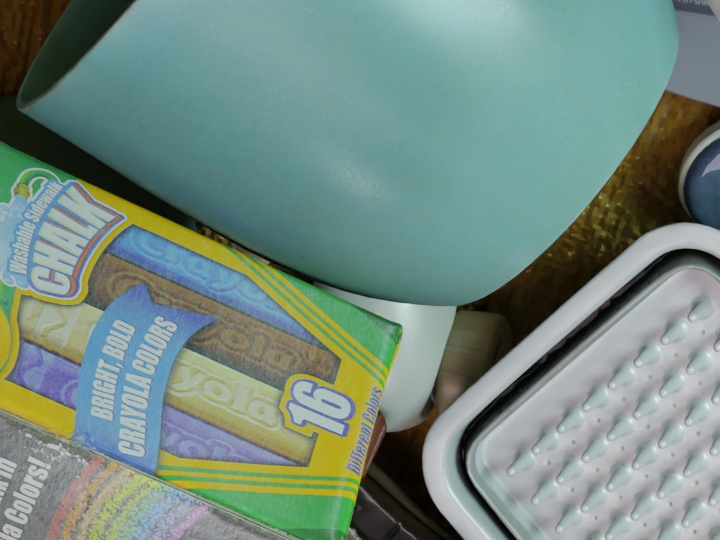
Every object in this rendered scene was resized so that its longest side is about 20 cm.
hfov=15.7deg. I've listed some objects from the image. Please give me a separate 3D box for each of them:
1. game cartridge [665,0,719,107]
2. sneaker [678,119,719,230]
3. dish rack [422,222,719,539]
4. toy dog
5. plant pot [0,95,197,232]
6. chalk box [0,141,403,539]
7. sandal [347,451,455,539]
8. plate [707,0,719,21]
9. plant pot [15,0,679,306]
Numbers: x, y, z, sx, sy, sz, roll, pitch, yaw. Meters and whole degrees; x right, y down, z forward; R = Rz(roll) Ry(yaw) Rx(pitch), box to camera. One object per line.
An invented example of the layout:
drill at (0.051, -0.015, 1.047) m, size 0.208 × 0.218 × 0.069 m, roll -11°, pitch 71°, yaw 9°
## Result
game cartridge at (0.170, -0.114, 0.926) m, size 0.198 × 0.042 × 0.134 m, roll 10°, pitch 133°, yaw 9°
sneaker at (0.213, -0.005, 0.965) m, size 0.198 × 0.085 × 0.075 m, roll 12°, pitch 129°, yaw 7°
dish rack at (0.139, 0.092, 1.007) m, size 0.200 × 0.044 × 0.172 m, roll 49°, pitch 118°, yaw 2°
toy dog at (0.000, 0.000, 1.022) m, size 0.131 × 0.097 × 0.201 m, roll -14°, pitch 122°, yaw 24°
plant pot at (-0.150, 0.037, 1.034) m, size 0.198 × 0.188 × 0.201 m, roll 8°, pitch 128°, yaw 10°
chalk box at (-0.106, 0.054, 0.839) m, size 0.199 × 0.124 × 0.125 m, roll 26°, pitch 126°, yaw -4°
sandal at (-0.002, 0.106, 1.131) m, size 0.080 × 0.057 × 0.201 m, roll -32°, pitch 107°, yaw 28°
plate at (0.136, -0.161, 0.788) m, size 0.199 × 0.032 × 0.201 m, roll 9°, pitch 119°, yaw 63°
plant pot at (0.009, -0.085, 0.872) m, size 0.161 × 0.201 × 0.200 m, roll 38°, pitch 127°, yaw -14°
